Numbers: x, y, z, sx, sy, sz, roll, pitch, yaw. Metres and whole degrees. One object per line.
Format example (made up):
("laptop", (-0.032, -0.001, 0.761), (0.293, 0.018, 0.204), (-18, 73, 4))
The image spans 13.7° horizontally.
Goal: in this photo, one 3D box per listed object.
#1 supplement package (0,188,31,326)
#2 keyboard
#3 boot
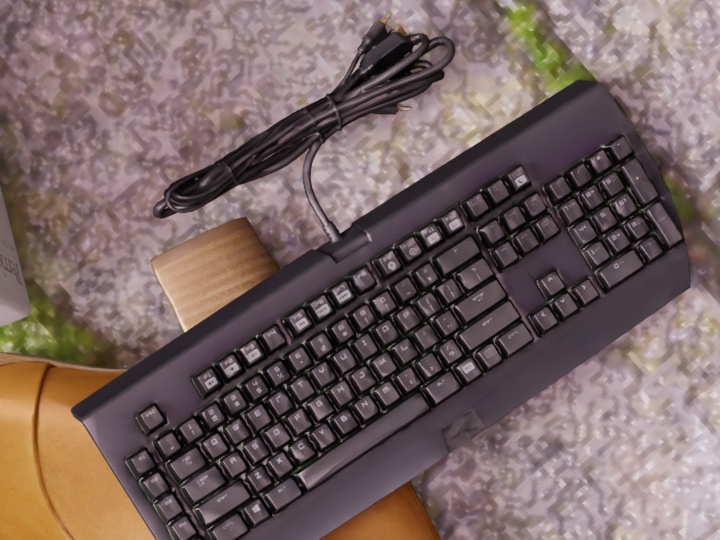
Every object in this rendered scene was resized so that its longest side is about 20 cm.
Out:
("supplement package", (-0.188, -0.072, 0.915), (0.109, 0.114, 0.200), (-17, 78, 8))
("keyboard", (0.000, 0.000, 0.933), (0.200, 0.021, 0.127), (-33, 91, -14))
("boot", (-0.084, 0.087, 0.955), (0.201, 0.071, 0.144), (-27, 84, 2))
